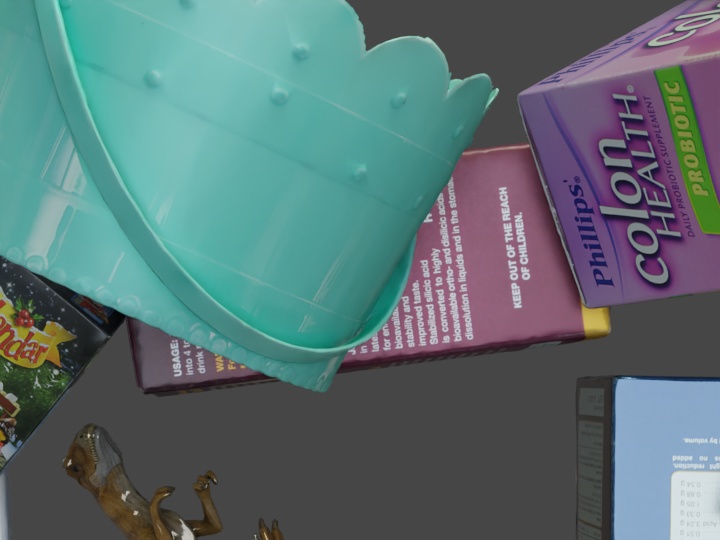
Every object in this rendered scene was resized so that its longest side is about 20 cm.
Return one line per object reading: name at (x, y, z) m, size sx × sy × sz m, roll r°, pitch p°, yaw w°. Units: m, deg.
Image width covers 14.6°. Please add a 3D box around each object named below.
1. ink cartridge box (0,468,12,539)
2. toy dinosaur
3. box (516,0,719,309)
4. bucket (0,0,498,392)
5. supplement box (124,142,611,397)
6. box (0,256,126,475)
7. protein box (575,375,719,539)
ink cartridge box at (-0.213, 0.115, 1.235) m, size 0.119 × 0.042 × 0.200 m, roll -2°, pitch 91°, yaw -2°
toy dinosaur at (-0.068, 0.157, 1.237) m, size 0.106 × 0.060 × 0.200 m, roll -22°, pitch 83°, yaw 23°
box at (0.200, -0.069, 1.125) m, size 0.176 × 0.200 × 0.097 m, roll -30°, pitch 105°, yaw -46°
bucket at (-0.063, -0.050, 1.060) m, size 0.207 × 0.207 × 0.135 m, roll 24°, pitch 91°, yaw 0°
supplement box at (0.000, 0.000, 1.207) m, size 0.200 × 0.110 × 0.086 m, roll -7°, pitch 87°, yaw -1°
box at (-0.219, 0.011, 1.180) m, size 0.200 × 0.038 × 0.137 m, roll 39°, pitch 104°, yaw -2°
protein box at (0.195, 0.146, 1.193) m, size 0.198 × 0.135 × 0.200 m, roll 1°, pitch 88°, yaw -1°
